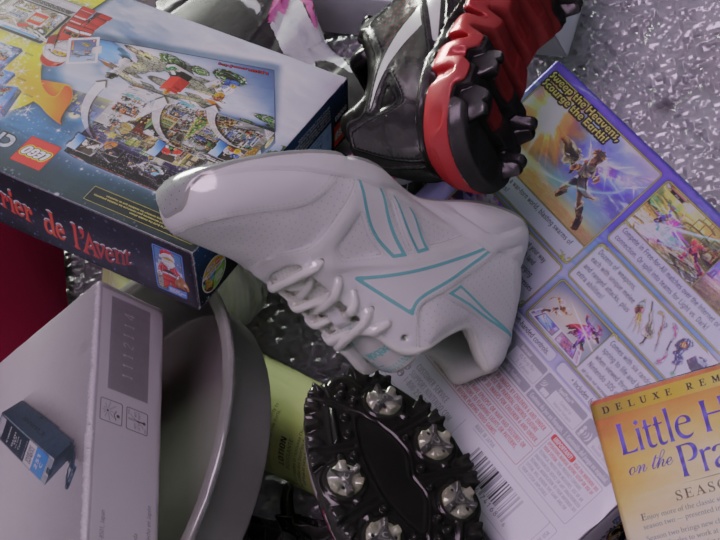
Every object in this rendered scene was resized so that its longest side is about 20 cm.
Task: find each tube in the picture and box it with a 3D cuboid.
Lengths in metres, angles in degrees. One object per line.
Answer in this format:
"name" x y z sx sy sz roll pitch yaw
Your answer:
"tube" -0.069 0.066 0.832 0.199 0.052 0.058 24 76 32

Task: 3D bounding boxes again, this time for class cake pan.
"cake pan" -0.108 0.097 0.766 0.200 0.037 0.202 -34 44 40

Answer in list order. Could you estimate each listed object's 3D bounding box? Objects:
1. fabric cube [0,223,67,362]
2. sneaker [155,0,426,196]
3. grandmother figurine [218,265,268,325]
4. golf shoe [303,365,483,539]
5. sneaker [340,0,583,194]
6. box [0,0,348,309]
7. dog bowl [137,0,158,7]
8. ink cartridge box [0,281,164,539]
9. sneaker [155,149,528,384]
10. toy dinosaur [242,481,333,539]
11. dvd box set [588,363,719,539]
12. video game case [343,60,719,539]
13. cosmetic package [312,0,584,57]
"fabric cube" -0.292 0.007 0.880 0.195 0.200 0.201 -21 58 17
"sneaker" -0.039 -0.088 0.862 0.080 0.087 0.200 -32 57 -19
"grandmother figurine" -0.112 -0.046 0.900 0.121 0.061 0.200 -34 59 -6
"golf shoe" 0.024 0.141 0.715 0.077 0.088 0.201 -16 63 -29
"sneaker" 0.048 -0.119 0.768 0.097 0.071 0.202 -3 48 32
"box" -0.124 -0.072 0.770 0.198 0.038 0.137 22 51 21
"dog bowl" -0.181 -0.212 0.996 0.198 0.074 0.202 -10 63 21
"ink cartridge box" -0.158 0.133 0.740 0.176 0.044 0.202 -37 42 35
"sneaker" 0.000 0.000 0.694 0.070 0.199 0.081 -15 67 49
"toy dinosaur" -0.063 0.178 0.760 0.199 0.102 0.136 37 104 13
"dvd box set" 0.190 0.132 0.656 0.145 0.029 0.202 -19 77 17
"video game case" 0.096 0.025 0.772 0.181 0.045 0.200 -43 57 5
"cosmetic package" 0.041 -0.207 0.898 0.198 0.052 0.152 11 72 29
